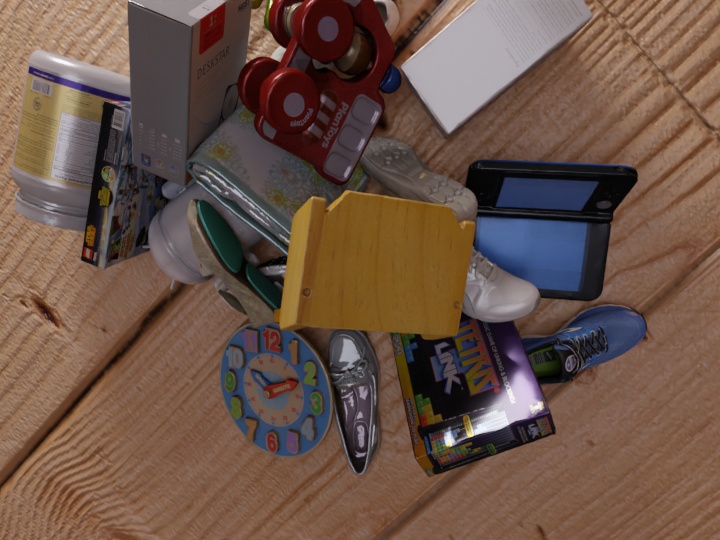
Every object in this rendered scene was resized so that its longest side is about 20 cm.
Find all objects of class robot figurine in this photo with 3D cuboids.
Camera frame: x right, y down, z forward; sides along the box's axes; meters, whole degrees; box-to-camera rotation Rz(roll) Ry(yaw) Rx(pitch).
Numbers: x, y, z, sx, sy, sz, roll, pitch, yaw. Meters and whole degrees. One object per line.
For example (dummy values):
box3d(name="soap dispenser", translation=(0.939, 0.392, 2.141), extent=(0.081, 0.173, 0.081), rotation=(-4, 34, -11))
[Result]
box3d(name="robot figurine", translation=(-0.203, -0.060, 0.803), extent=(0.198, 0.113, 0.172), rotation=(-35, 80, 12))

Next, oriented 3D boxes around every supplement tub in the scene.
box3d(name="supplement tub", translation=(-0.375, -0.168, 0.792), extent=(0.142, 0.145, 0.205), rotation=(18, 102, 4))

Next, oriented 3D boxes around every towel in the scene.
box3d(name="towel", translation=(-0.094, -0.120, 0.754), extent=(0.199, 0.173, 0.048), rotation=(40, 141, -9))

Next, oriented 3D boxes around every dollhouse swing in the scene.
box3d(name="dollhouse swing", translation=(0.000, 0.000, 0.714), extent=(0.195, 0.175, 0.187), rotation=(5, 99, -22))

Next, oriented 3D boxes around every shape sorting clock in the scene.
box3d(name="shape sorting clock", translation=(-0.124, 0.171, 0.849), extent=(0.195, 0.039, 0.206), rotation=(4, 99, 27))

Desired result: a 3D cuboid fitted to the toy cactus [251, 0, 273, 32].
box3d(name="toy cactus", translation=(-0.104, -0.396, 0.725), extent=(0.163, 0.101, 0.205), rotation=(30, 119, 36))

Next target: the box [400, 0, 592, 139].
box3d(name="box", translation=(0.155, -0.262, 0.715), extent=(0.198, 0.124, 0.098), rotation=(-38, 93, 11))

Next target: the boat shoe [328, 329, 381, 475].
box3d(name="boat shoe", translation=(-0.009, 0.180, 0.842), extent=(0.072, 0.065, 0.208), rotation=(-4, 98, 8))

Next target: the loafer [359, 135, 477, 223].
box3d(name="loafer", translation=(0.064, -0.104, 0.759), extent=(0.069, 0.071, 0.200), rotation=(-29, 54, -25))

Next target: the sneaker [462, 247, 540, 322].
box3d(name="sneaker", translation=(0.131, 0.004, 0.754), extent=(0.196, 0.071, 0.082), rotation=(18, 133, 25))

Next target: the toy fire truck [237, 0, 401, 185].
box3d(name="toy fire truck", translation=(-0.036, -0.221, 0.695), extent=(0.166, 0.112, 0.203), rotation=(22, 101, -36))

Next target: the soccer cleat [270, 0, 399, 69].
box3d(name="soccer cleat", translation=(-0.043, -0.290, 0.761), extent=(0.196, 0.078, 0.071), rotation=(-25, 96, 11))

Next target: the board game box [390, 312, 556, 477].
box3d(name="board game box", translation=(0.131, 0.132, 0.751), extent=(0.162, 0.203, 0.057), rotation=(-24, 133, 12))

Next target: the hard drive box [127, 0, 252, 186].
box3d(name="hard drive box", translation=(-0.201, -0.233, 0.712), extent=(0.075, 0.157, 0.203), rotation=(21, 134, 4))

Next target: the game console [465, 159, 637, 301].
box3d(name="game console", translation=(0.226, -0.046, 0.750), extent=(0.194, 0.171, 0.122), rotation=(3, 74, 7))

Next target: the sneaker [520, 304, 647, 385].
box3d(name="sneaker", translation=(0.279, 0.109, 0.779), extent=(0.196, 0.089, 0.080), rotation=(-24, 97, 11))

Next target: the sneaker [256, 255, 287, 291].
box3d(name="sneaker", translation=(-0.063, 0.018, 0.819), extent=(0.194, 0.074, 0.082), rotation=(-4, 103, 9))

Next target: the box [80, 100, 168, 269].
box3d(name="box", translation=(-0.297, -0.117, 0.786), extent=(0.039, 0.137, 0.205), rotation=(19, 106, 7))

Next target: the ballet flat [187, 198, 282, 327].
box3d(name="ballet flat", translation=(-0.166, 0.003, 0.743), extent=(0.061, 0.068, 0.202), rotation=(-24, 124, 15))
